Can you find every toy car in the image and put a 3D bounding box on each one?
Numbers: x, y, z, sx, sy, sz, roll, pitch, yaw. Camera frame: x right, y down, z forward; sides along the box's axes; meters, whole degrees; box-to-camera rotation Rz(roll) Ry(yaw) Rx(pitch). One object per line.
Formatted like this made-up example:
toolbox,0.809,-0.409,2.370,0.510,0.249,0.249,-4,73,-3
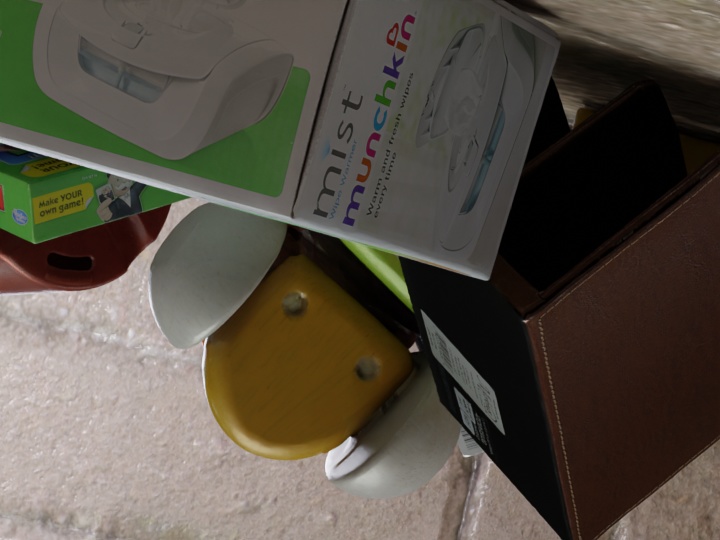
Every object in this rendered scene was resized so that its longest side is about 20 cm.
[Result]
toy car,0.000,0.000,1.262,0.175,0.200,0.150,43,-173,-15

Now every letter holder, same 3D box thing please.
letter holder,0.101,-0.003,1.013,0.101,0.142,0.200,47,167,30

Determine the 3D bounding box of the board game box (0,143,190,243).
board game box,-0.099,-0.064,1.121,0.199,0.029,0.134,-18,-155,-37

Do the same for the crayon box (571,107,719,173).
crayon box,0.155,-0.029,1.158,0.126,0.051,0.200,16,180,6

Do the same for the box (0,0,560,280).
box,-0.060,-0.076,0.837,0.199,0.097,0.176,16,-179,23

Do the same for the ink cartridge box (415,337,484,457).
ink cartridge box,0.065,0.016,1.437,0.039,0.100,0.200,-18,-160,16

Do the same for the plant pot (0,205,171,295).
plant pot,-0.218,-0.067,1.413,0.194,0.203,0.200,3,170,44
